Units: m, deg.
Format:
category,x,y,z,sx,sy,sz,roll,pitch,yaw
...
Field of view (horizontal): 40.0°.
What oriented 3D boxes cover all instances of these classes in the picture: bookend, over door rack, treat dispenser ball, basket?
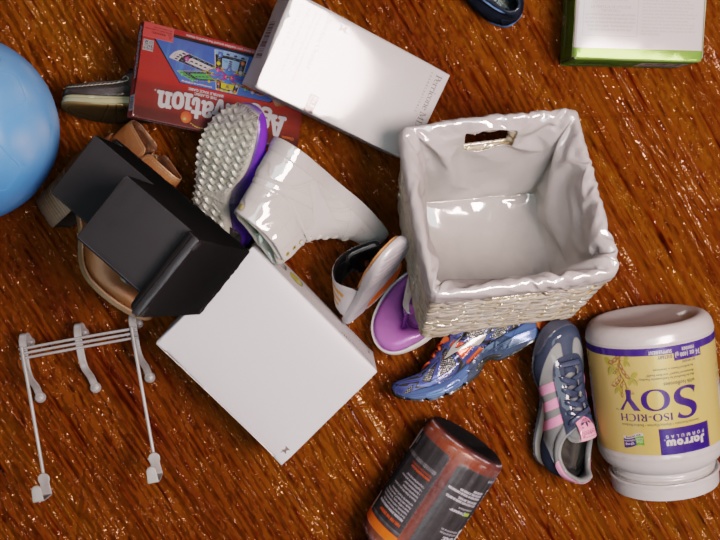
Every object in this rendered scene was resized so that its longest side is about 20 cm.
category,x,y,z,sx,sy,sz,roll,pitch,yaw
bookend,-0.233,-0.051,0.989,0.199,0.200,0.092,40,93,6
over door rack,-0.316,0.161,1.160,0.147,0.067,0.201,-11,77,0
treat dispenser ball,-0.426,-0.151,1.057,0.200,0.201,0.202,0,97,-2
basket,0.146,-0.044,1.069,0.197,0.161,0.201,-7,67,-5

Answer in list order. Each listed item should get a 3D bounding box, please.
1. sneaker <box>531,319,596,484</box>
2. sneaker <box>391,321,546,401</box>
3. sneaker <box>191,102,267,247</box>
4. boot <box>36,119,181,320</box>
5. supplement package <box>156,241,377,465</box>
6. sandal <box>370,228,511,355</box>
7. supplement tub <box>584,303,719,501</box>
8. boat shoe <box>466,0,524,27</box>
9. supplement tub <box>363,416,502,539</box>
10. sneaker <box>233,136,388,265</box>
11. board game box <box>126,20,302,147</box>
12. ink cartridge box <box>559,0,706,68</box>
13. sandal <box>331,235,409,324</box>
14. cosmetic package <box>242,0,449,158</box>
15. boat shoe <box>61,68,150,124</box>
category,x,y,z,sx,sy,sz,roll,pitch,yaw
sneaker,0.248,0.155,1.156,0.070,0.082,0.201,-15,113,-21
sneaker,0.119,0.090,1.177,0.200,0.075,0.079,-32,88,-6
sneaker,-0.132,-0.103,1.115,0.069,0.099,0.201,36,125,24
boot,-0.259,-0.056,1.128,0.155,0.074,0.200,-37,96,12
supplement package,-0.104,0.089,1.143,0.156,0.111,0.200,-44,97,4
sandal,0.088,0.013,1.157,0.203,0.050,0.082,-42,65,-2
supplement tub,0.342,0.149,1.146,0.145,0.145,0.201,-9,97,0
boat shoe,0.117,-0.364,1.112,0.200,0.069,0.084,38,95,-6
supplement tub,0.074,0.282,1.175,0.107,0.107,0.200,33,95,-5
sneaker,-0.059,-0.050,1.105,0.200,0.074,0.116,36,83,-42
board game box,-0.154,-0.201,1.098,0.199,0.019,0.103,7,91,-32
ink cartridge box,0.310,-0.335,1.119,0.147,0.076,0.201,1,96,-1
sandal,0.006,-0.005,1.102,0.059,0.207,0.079,45,68,8
cosmetic package,-0.016,-0.212,1.097,0.199,0.081,0.113,21,96,-20
boat shoe,-0.237,-0.205,1.122,0.199,0.073,0.065,-2,83,-19
